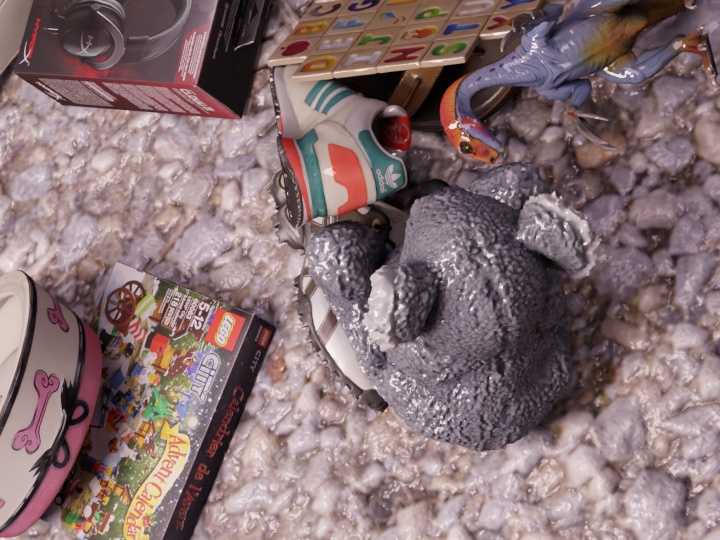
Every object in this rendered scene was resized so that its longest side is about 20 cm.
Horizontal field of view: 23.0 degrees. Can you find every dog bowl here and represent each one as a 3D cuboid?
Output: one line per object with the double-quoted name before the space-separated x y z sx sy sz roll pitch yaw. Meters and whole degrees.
"dog bowl" -0.261 0.106 1.304 0.200 0.073 0.202 -43 33 36

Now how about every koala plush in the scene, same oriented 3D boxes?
"koala plush" 0.071 0.013 1.118 0.176 0.200 0.186 -19 77 -8

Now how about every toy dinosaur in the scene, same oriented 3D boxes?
"toy dinosaur" 0.144 -0.134 1.185 0.180 0.200 0.106 -15 100 16

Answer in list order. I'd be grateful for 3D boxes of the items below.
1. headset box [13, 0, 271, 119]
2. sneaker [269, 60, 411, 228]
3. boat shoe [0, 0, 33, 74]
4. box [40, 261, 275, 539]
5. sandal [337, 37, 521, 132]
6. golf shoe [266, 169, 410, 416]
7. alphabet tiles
"headset box" -0.159 -0.205 1.394 0.198 0.077 0.151 8 78 29
"sneaker" -0.012 -0.095 1.233 0.092 0.071 0.200 -9 28 0
"boat shoe" -0.322 -0.181 1.453 0.062 0.075 0.201 43 118 22
"box" -0.162 0.109 1.319 0.135 0.038 0.202 18 83 30
"sandal" 0.030 -0.146 1.295 0.198 0.055 0.083 0 74 26
"golf shoe" 0.000 0.000 1.252 0.094 0.078 0.202 -26 66 16
"alphabet tiles" 0.037 -0.181 1.267 0.198 0.006 0.167 -4 31 25
